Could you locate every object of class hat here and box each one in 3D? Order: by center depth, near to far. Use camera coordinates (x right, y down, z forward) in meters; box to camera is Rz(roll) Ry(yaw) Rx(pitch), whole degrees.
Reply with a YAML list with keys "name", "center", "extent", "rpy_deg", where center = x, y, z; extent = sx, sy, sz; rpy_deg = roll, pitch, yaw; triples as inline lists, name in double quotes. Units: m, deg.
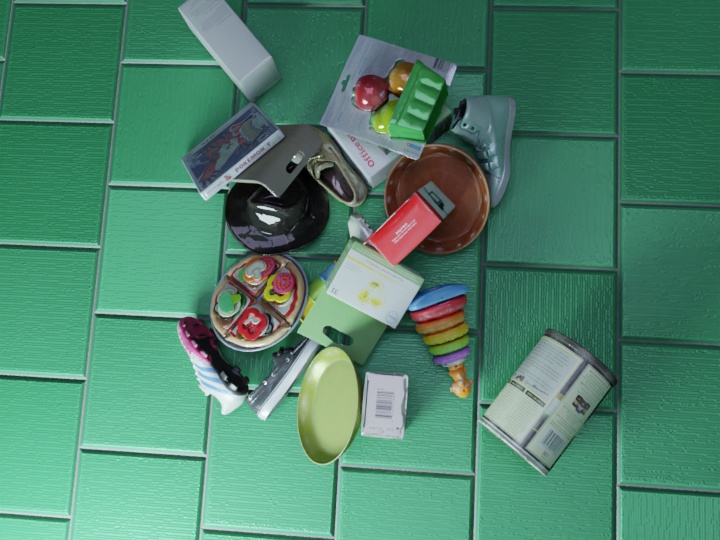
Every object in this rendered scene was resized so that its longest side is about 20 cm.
- name: "hat"
  center: [-0.157, -0.126, 1.430]
  extent: [0.197, 0.081, 0.204]
  rpy_deg: [0, 74, -1]

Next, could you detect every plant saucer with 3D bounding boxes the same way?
- name: "plant saucer"
  center: [-0.049, 0.236, 1.343]
  extent: [0.031, 0.199, 0.203]
  rpy_deg: [12, 80, -33]
- name: "plant saucer"
  center: [0.140, -0.131, 1.406]
  extent: [0.197, 0.032, 0.204]
  rpy_deg: [6, 107, 19]

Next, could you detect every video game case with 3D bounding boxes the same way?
- name: "video game case"
  center: [-0.241, -0.227, 1.428]
  extent: [0.182, 0.200, 0.023]
  rpy_deg: [-39, 125, -1]

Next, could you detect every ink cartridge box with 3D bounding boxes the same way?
- name: "ink cartridge box"
  center: [0.086, -0.079, 1.310]
  extent: [0.067, 0.200, 0.116]
  rpy_deg: [46, 111, 1]
- name: "ink cartridge box"
  center: [-0.001, 0.061, 1.337]
  extent: [0.144, 0.048, 0.202]
  rpy_deg: [28, 100, -16]
- name: "ink cartridge box"
  center: [0.053, -0.275, 1.445]
  extent: [0.199, 0.088, 0.146]
  rpy_deg: [-38, 80, 0]

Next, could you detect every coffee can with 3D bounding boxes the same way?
- name: "coffee can"
  center: [0.317, 0.222, 1.312]
  extent: [0.146, 0.146, 0.201]
  rpy_deg: [38, 86, 10]

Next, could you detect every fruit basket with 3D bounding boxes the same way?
- name: "fruit basket"
  center: [0.050, -0.309, 1.375]
  extent: [0.198, 0.094, 0.187]
  rpy_deg: [20, 83, 22]

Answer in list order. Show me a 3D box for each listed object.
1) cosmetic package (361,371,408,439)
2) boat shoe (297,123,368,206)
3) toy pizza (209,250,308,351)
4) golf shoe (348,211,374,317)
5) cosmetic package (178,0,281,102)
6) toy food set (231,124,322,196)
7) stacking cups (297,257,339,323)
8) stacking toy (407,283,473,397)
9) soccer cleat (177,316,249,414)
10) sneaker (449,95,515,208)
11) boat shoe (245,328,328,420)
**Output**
- name: "cosmetic package"
  center: [0.043, 0.227, 1.308]
  extent: [0.070, 0.200, 0.107]
  rpy_deg: [4, 80, 3]
- name: "boat shoe"
  center: [-0.067, -0.199, 1.446]
  extent: [0.072, 0.065, 0.200]
  rpy_deg: [-44, 82, 18]
- name: "toy pizza"
  center: [-0.190, 0.050, 1.405]
  extent: [0.197, 0.032, 0.203]
  rpy_deg: [-9, 60, 16]
- name: "golf shoe"
  center: [0.000, 0.000, 1.371]
  extent: [0.096, 0.078, 0.203]
  rpy_deg: [-21, 104, -14]
- name: "cosmetic package"
  center: [-0.251, -0.436, 1.487]
  extent: [0.085, 0.108, 0.201]
  rpy_deg: [-40, 81, -3]
- name: "toy food set"
  center: [-0.174, -0.195, 1.405]
  extent: [0.198, 0.061, 0.144]
  rpy_deg: [9, 56, 47]
- name: "stacking cups"
  center: [-0.044, 0.017, 1.426]
  extent: [0.200, 0.061, 0.061]
  rpy_deg: [-42, 80, -6]
- name: "stacking toy"
  center: [0.158, 0.129, 1.374]
  extent: [0.115, 0.110, 0.203]
  rpy_deg: [-19, 91, -9]
- name: "soccer cleat"
  center: [-0.283, 0.176, 1.413]
  extent: [0.200, 0.069, 0.087]
  rpy_deg: [48, 121, 22]
- name: "sneaker"
  center: [0.211, -0.219, 1.403]
  extent: [0.116, 0.074, 0.204]
  rpy_deg: [4, 94, -16]
- name: "boat shoe"
  center: [-0.138, 0.175, 1.404]
  extent: [0.066, 0.070, 0.201]
  rpy_deg: [36, 93, 8]
